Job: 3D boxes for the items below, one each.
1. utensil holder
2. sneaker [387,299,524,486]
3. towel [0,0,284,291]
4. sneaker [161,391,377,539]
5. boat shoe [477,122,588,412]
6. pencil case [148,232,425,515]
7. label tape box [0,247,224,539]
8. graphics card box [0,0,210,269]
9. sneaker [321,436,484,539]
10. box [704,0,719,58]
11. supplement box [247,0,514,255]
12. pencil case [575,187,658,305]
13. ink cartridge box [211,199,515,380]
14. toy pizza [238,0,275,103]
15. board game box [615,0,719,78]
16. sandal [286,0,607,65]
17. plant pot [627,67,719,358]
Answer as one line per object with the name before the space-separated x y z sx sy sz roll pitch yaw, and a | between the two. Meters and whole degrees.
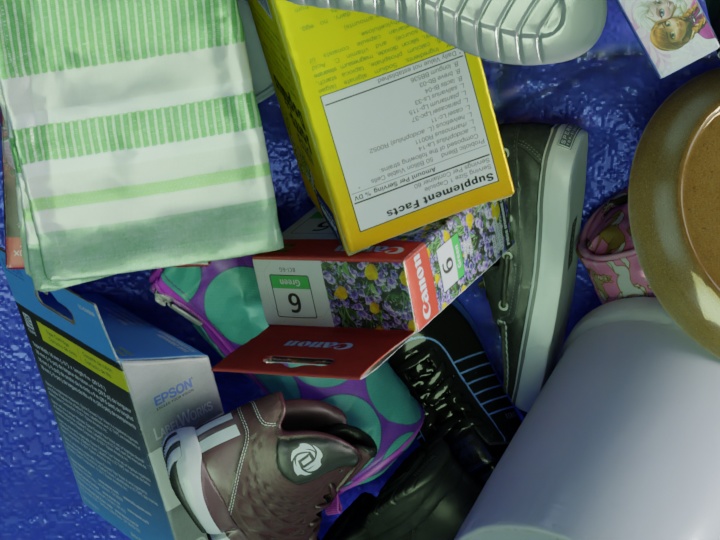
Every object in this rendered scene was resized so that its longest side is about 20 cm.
utensil holder | 0.163 0.144 1.512 0.169 0.200 0.170 20 140 18
sneaker | 0.060 0.085 1.607 0.070 0.078 0.200 -33 114 14
towel | -0.136 -0.096 1.425 0.152 0.023 0.201 -10 102 0
sneaker | -0.029 0.154 1.506 0.115 0.076 0.200 -30 125 2
boat shoe | 0.106 -0.004 1.577 0.056 0.069 0.201 12 116 13
pencil case | -0.048 0.049 1.554 0.092 0.085 0.200 -42 93 -23
label tape box | -0.147 0.075 1.554 0.063 0.144 0.201 -28 120 -25
graphics card box | -0.151 -0.101 1.461 0.125 0.051 0.201 0 101 -1
sneaker | 0.028 0.185 1.616 0.091 0.076 0.200 40 147 -5
box | 0.262 -0.146 1.428 0.144 0.200 0.036 29 117 -16
supplement box | 0.004 -0.131 1.444 0.108 0.110 0.201 -19 116 -7
pencil case | 0.218 0.039 1.589 0.086 0.083 0.200 -6 125 43
ink cartridge box | 0.000 0.000 1.478 0.109 0.200 0.051 2 114 31
toy pizza | -0.112 -0.185 1.490 0.199 0.032 0.201 -1 116 -2
board game box | 0.124 -0.231 1.380 0.041 0.200 0.200 -28 114 10
sandal | 0.038 -0.171 1.348 0.202 0.050 0.083 14 115 -6
plant pot | 0.259 -0.035 1.509 0.199 0.027 0.201 5 74 -19
